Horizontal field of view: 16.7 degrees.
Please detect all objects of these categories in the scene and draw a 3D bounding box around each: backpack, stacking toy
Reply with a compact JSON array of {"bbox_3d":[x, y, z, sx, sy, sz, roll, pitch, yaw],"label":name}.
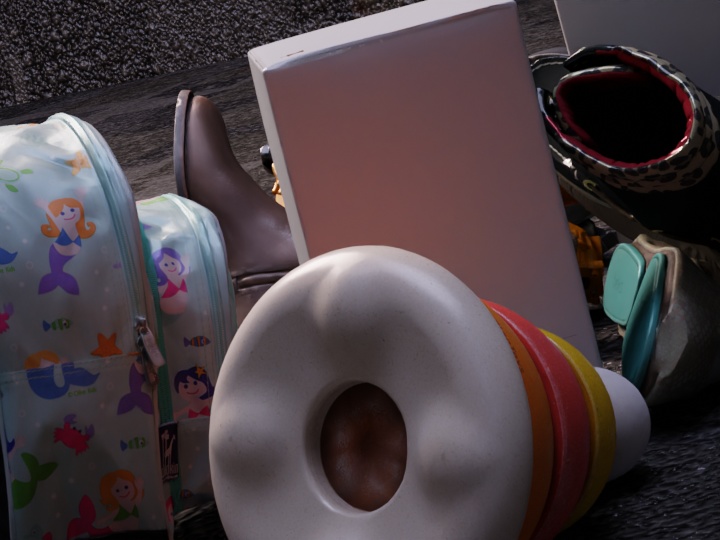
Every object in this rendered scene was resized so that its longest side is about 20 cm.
[{"bbox_3d":[-0.132,0.030,1.092,0.150,0.201,0.178,-17,10,-15],"label":"backpack"},{"bbox_3d":[0.053,0.067,0.953,0.146,0.147,0.200,-6,-6,39],"label":"stacking toy"}]

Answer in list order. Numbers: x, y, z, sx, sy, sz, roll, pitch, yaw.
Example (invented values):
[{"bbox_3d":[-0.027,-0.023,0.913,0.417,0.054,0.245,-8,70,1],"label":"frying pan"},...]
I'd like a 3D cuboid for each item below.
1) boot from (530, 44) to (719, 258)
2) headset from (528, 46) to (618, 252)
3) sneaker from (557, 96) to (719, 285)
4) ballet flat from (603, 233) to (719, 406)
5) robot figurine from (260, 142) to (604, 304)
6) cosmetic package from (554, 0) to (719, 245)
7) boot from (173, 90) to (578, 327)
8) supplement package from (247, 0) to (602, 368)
[{"bbox_3d":[0.122,-0.072,1.154,0.203,0.074,0.154,35,3,39],"label":"boot"},{"bbox_3d":[0.103,-0.057,1.488,0.200,0.124,0.094,-32,-2,33],"label":"headset"},{"bbox_3d":[0.172,-0.069,1.293,0.106,0.075,0.200,-45,59,-12],"label":"sneaker"},{"bbox_3d":[0.154,0.020,1.149,0.062,0.068,0.200,14,13,-1],"label":"ballet flat"},{"bbox_3d":[0.033,-0.023,1.359,0.199,0.058,0.145,-2,52,4],"label":"robot figurine"},{"bbox_3d":[0.182,-0.101,1.359,0.113,0.201,0.081,-11,11,17],"label":"cosmetic package"},{"bbox_3d":[0.008,-0.027,1.290,0.199,0.187,0.064,-12,-20,1],"label":"boot"},{"bbox_3d":[0.030,-0.015,1.107,0.117,0.200,0.117,-15,11,-3],"label":"supplement package"}]
